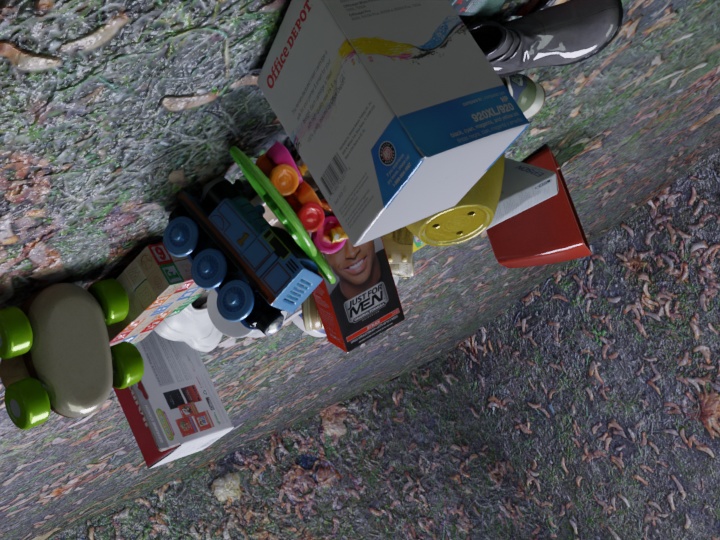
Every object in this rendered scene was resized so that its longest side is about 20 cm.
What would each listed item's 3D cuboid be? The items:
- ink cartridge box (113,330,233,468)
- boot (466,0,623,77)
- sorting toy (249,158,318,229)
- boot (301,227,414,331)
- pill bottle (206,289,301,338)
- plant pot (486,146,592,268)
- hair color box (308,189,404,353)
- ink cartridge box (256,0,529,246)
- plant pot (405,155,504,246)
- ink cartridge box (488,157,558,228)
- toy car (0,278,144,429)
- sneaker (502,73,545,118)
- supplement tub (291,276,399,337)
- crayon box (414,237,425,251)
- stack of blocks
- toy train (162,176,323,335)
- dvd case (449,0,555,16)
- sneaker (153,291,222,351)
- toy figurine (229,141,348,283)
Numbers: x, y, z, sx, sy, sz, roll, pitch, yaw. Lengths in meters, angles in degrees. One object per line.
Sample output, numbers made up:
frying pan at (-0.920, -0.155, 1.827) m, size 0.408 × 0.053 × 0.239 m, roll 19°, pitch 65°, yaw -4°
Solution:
ink cartridge box at (-0.312, 0.185, 1.298) m, size 0.083 × 0.203 × 0.175 m, roll -34°, pitch 166°, yaw 24°
boot at (0.187, -0.262, 0.961) m, size 0.197 × 0.071 × 0.131 m, roll -18°, pitch 177°, yaw 38°
sorting toy at (-0.101, -0.091, 1.139) m, size 0.184 × 0.037 × 0.199 m, roll -37°, pitch 170°, yaw 23°
boot at (0.000, 0.000, 1.214) m, size 0.152 × 0.204 × 0.073 m, roll 9°, pitch 151°, yaw 4°
pill bottle at (-0.139, 0.030, 1.219) m, size 0.110 × 0.112 × 0.200 m, roll -35°, pitch 179°, yaw 22°
plant pot at (0.345, -0.103, 1.715) m, size 0.173 × 0.204 × 0.199 m, roll -22°, pitch 169°, yaw 17°
hair color box at (-0.019, -0.007, 1.117) m, size 0.100 × 0.204 × 0.061 m, roll -28°, pitch -156°, yaw -22°
ink cartridge box at (0.024, -0.161, 0.795) m, size 0.143 × 0.202 × 0.147 m, roll -22°, pitch 165°, yaw -35°
plant pot at (0.109, -0.119, 1.118) m, size 0.195 × 0.145 × 0.201 m, roll -11°, pitch 155°, yaw -5°
ink cartridge box at (0.172, -0.121, 1.330) m, size 0.197 × 0.041 × 0.199 m, roll -27°, pitch -151°, yaw -21°
toy car at (-0.398, 0.101, 1.052) m, size 0.197 × 0.162 × 0.163 m, roll -6°, pitch -171°, yaw 41°
sneaker at (0.157, -0.214, 1.197) m, size 0.198 × 0.068 × 0.089 m, roll -33°, pitch 151°, yaw 30°
supplement tub at (-0.027, -0.002, 1.360) m, size 0.199 × 0.146 × 0.144 m, roll -35°, pitch 165°, yaw 22°
crayon box at (0.114, -0.091, 1.522) m, size 0.198 × 0.059 × 0.119 m, roll -32°, pitch 166°, yaw 4°
stack of blocks at (-0.283, 0.038, 1.124) m, size 0.199 × 0.059 × 0.115 m, roll -38°, pitch 170°, yaw 29°
toy train at (-0.139, -0.021, 0.977) m, size 0.114 × 0.200 × 0.087 m, roll -45°, pitch 159°, yaw 3°
dvd case at (0.186, -0.331, 0.915) m, size 0.198 × 0.022 × 0.146 m, roll -19°, pitch 162°, yaw -45°
sneaker at (-0.248, 0.069, 1.319) m, size 0.088 × 0.075 × 0.200 m, roll -43°, pitch 164°, yaw 5°
toy figurine at (-0.019, -0.115, 0.966) m, size 0.183 × 0.201 × 0.150 m, roll -39°, pitch -149°, yaw -6°
